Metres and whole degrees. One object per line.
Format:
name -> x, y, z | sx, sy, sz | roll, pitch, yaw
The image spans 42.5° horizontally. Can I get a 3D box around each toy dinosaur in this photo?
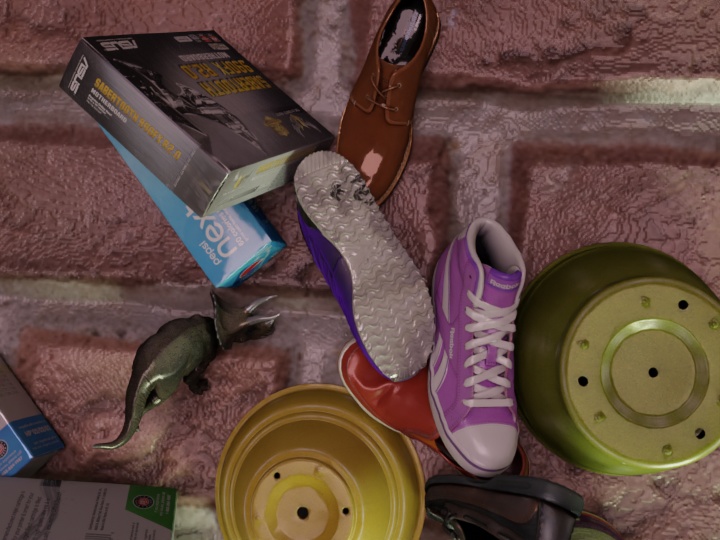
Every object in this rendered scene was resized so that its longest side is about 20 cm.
toy dinosaur -> -0.167, 0.077, 0.806 | 0.077, 0.199, 0.103 | 42, 132, 17

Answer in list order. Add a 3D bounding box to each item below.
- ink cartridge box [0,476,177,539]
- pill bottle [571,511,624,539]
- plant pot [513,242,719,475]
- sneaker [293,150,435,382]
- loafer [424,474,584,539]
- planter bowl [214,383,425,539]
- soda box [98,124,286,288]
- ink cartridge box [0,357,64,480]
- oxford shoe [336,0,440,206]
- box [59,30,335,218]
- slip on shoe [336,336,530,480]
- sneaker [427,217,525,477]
ink cartridge box -> -0.258, 0.246, 0.773 | 0.196, 0.147, 0.085 | 7, 106, -9
pill bottle -> 0.172, 0.261, 0.714 | 0.109, 0.200, 0.114 | 0, 88, 8
plant pot -> 0.212, 0.072, 0.720 | 0.196, 0.193, 0.205 | 0, 87, 8
sneaker -> 0.000, 0.000, 0.803 | 0.069, 0.100, 0.203 | -23, 85, -14
loafer -> 0.098, 0.199, 0.730 | 0.071, 0.200, 0.064 | 25, 68, -15
planter bowl -> -0.043, 0.203, 0.807 | 0.196, 0.083, 0.205 | 0, 87, 8
soda box -> -0.156, -0.083, 0.844 | 0.067, 0.064, 0.201 | -37, 84, 5
ink cartridge box -> -0.388, 0.125, 0.867 | 0.115, 0.068, 0.201 | -39, 84, 5
oxford shoe -> 0.019, -0.153, 0.820 | 0.070, 0.071, 0.204 | 15, 92, 7
box -> -0.127, -0.131, 0.774 | 0.158, 0.200, 0.049 | 41, 116, 8
slip on shoe -> 0.065, 0.122, 0.799 | 0.199, 0.061, 0.074 | 38, 80, 6
sneaker -> 0.098, 0.055, 0.743 | 0.071, 0.115, 0.204 | -1, 66, -14
